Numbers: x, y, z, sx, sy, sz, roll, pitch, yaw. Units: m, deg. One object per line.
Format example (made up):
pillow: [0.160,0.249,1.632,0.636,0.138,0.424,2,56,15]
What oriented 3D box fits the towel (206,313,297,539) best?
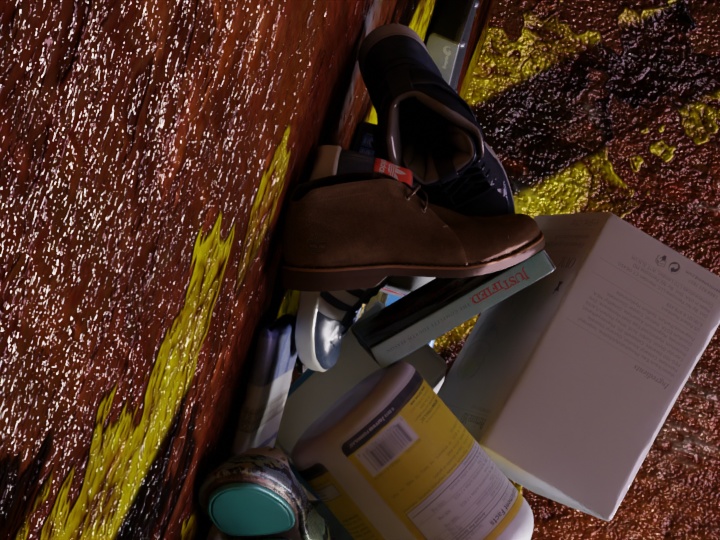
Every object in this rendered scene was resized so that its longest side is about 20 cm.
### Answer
towel: [-0.084,0.131,1.630,0.147,0.024,0.200,-33,138,-81]

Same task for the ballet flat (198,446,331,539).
ballet flat: [-0.066,0.162,1.552,0.200,0.074,0.074,69,35,-58]

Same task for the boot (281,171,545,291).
boot: [0.040,-0.032,1.531,0.074,0.200,0.076,13,-73,63]

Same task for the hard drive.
hard drive: [0.093,-0.230,2.466,0.200,0.042,0.135,102,6,-52]

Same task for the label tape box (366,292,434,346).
label tape box: [0.024,-0.012,2.112,0.200,0.063,0.144,-130,-128,-63]

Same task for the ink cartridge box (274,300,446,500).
ink cartridge box: [-0.009,0.125,1.838,0.146,0.086,0.200,-44,171,-12]

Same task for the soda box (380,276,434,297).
soda box: [0.024,-0.018,1.781,0.200,0.068,0.064,25,81,-67]

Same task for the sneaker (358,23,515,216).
sneaker: [0.067,-0.075,1.662,0.202,0.077,0.146,56,6,-28]

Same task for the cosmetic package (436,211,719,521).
cosmetic package: [0.161,0.069,1.694,0.200,0.123,0.199,-62,-170,-5]

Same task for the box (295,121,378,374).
box: [-0.008,-0.012,1.925,0.160,0.049,0.200,86,21,-74]

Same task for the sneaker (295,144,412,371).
sneaker: [0.000,0.000,1.616,0.075,0.084,0.200,-80,177,-47]

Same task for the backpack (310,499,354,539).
backpack: [-0.002,0.253,1.702,0.153,0.200,0.176,23,57,-57]

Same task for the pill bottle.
pill bottle: [0.052,0.172,1.574,0.112,0.200,0.112,-39,-175,4]

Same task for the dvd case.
dvd case: [0.065,0.023,1.655,0.146,0.022,0.200,-30,-174,-2]
